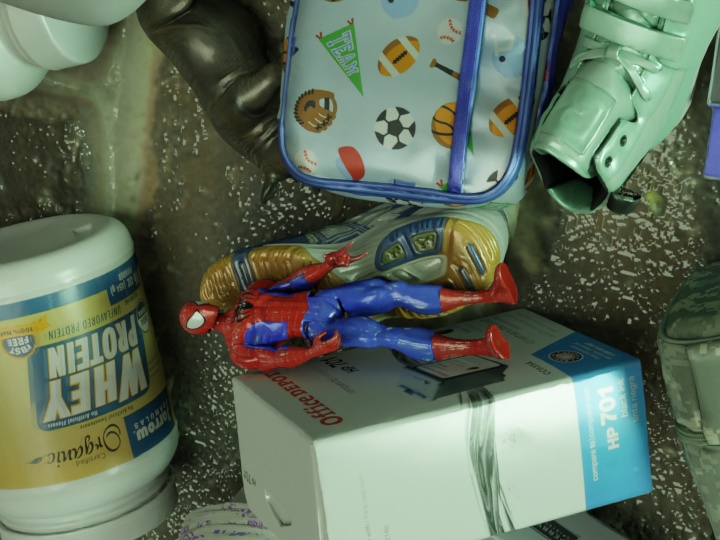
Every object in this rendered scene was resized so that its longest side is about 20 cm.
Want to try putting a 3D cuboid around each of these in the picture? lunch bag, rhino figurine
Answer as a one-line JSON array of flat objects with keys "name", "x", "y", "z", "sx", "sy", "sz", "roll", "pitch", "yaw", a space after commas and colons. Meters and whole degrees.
[{"name": "lunch bag", "x": 0.274, "y": 0.078, "z": 0.891, "sx": 0.200, "sy": 0.139, "sz": 0.168, "roll": -10, "pitch": 104, "yaw": 25}, {"name": "rhino figurine", "x": -0.067, "y": -0.117, "z": 1.001, "sx": 0.087, "sy": 0.060, "sz": 0.200, "roll": -28, "pitch": 99, "yaw": 35}, {"name": "lunch bag", "x": 0.041, "y": -0.136, "z": 0.917, "sx": 0.160, "sy": 0.076, "sz": 0.200, "roll": 8, "pitch": 90, "yaw": 20}]

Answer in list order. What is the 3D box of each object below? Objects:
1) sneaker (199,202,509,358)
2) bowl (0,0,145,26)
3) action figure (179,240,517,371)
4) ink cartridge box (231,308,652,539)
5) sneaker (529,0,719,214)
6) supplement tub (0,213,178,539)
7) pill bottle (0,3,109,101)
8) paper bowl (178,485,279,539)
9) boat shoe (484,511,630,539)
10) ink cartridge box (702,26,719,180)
[{"name": "sneaker", "x": 0.000, "y": 0.000, "z": 1.000, "sx": 0.200, "sy": 0.088, "sz": 0.075, "roll": -9, "pitch": 110, "yaw": 22}, {"name": "bowl", "x": -0.175, "y": -0.225, "z": 0.945, "sx": 0.200, "sy": 0.200, "sz": 0.075, "roll": 19, "pitch": 146, "yaw": 15}, {"name": "action figure", "x": -0.013, "y": 0.025, "z": 0.930, "sx": 0.200, "sy": 0.066, "sz": 0.052, "roll": -4, "pitch": 150, "yaw": 23}, {"name": "ink cartridge box", "x": 0.044, "y": 0.094, "z": 0.930, "sx": 0.200, "sy": 0.146, "sz": 0.086, "roll": -11, "pitch": 105, "yaw": -21}, {"name": "sneaker", "x": 0.139, "y": -0.113, "z": 0.842, "sx": 0.074, "sy": 0.118, "sz": 0.201, "roll": 25, "pitch": 146, "yaw": 21}, {"name": "supplement tub", "x": -0.202, "y": 0.075, "z": 1.074, "sx": 0.144, "sy": 0.145, "sz": 0.200, "roll": -5, "pitch": 106, "yaw": 23}, {"name": "pill bottle", "x": -0.266, "y": -0.159, "z": 1.035, "sx": 0.200, "sy": 0.112, "sz": 0.112, "roll": -6, "pitch": 106, "yaw": 24}, {"name": "paper bowl", "x": -0.021, "y": 0.198, "z": 1.038, "sx": 0.200, "sy": 0.105, "sz": 0.201, "roll": 13, "pitch": 155, "yaw": 6}, {"name": "boat shoe", "x": 0.102, "y": 0.160, "z": 1.030, "sx": 0.200, "sy": 0.069, "sz": 0.057, "roll": 39, "pitch": 158, "yaw": 18}, {"name": "ink cartridge box", "x": 0.291, "y": -0.123, "z": 0.869, "sx": 0.198, "sy": 0.043, "sz": 0.200, "roll": 10, "pitch": 113, "yaw": 18}]
